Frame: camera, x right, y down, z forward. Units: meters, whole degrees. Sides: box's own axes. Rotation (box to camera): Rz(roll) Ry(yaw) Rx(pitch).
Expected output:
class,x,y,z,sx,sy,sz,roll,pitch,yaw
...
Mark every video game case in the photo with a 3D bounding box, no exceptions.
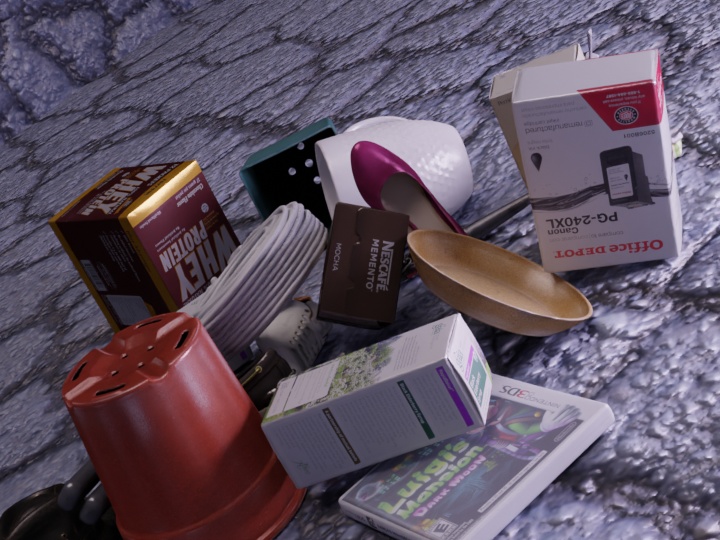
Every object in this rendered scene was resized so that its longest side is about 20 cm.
class,x,y,z,sx,sy,sz,roll,pitch,yaw
video game case,0.100,0.169,1.237,0.199,0.024,0.181,-39,24,-23

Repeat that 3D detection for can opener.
class,x,y,z,sx,sy,sz,roll,pitch,yaw
can opener,-0.260,0.203,1.455,0.067,0.052,0.200,-61,-2,16

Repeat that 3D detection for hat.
class,x,y,z,sx,sy,sz,roll,pitch,yaw
hat,-0.326,0.274,1.430,0.198,0.082,0.201,-23,24,10

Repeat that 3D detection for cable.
class,x,y,z,sx,sy,sz,roll,pitch,yaw
cable,-0.116,0.016,1.539,0.200,0.069,0.201,-43,12,38

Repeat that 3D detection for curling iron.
class,x,y,z,sx,sy,sz,roll,pitch,yaw
curling iron,0.119,-0.037,1.646,0.198,0.026,0.050,-27,-15,-5

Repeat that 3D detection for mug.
class,x,y,z,sx,sy,sz,roll,pitch,yaw
mug,0.039,-0.130,1.759,0.173,0.149,0.201,-16,42,-6

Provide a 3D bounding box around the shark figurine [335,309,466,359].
class,x,y,z,sx,sy,sz,roll,pitch,yaw
shark figurine,0.018,0.105,1.390,0.212,0.090,0.129,-26,24,11

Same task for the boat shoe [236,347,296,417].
class,x,y,z,sx,sy,sz,roll,pitch,yaw
boat shoe,-0.144,0.143,1.483,0.200,0.061,0.072,-30,9,32

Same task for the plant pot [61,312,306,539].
class,x,y,z,sx,sy,sz,roll,pitch,yaw
plant pot,-0.180,0.161,1.341,0.199,0.197,0.201,-22,23,10

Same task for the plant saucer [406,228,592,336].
class,x,y,z,sx,sy,sz,roll,pitch,yaw
plant saucer,0.133,0.017,1.384,0.201,0.198,0.036,-111,40,-67

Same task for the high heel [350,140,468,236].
class,x,y,z,sx,sy,sz,roll,pitch,yaw
high heel,0.065,-0.063,1.546,0.067,0.201,0.096,-38,17,-10

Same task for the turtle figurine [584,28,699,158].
class,x,y,z,sx,sy,sz,roll,pitch,yaw
turtle figurine,0.315,-0.194,1.617,0.142,0.202,0.194,14,29,8

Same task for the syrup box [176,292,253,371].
class,x,y,z,sx,sy,sz,roll,pitch,yaw
syrup box,-0.234,0.119,1.656,0.199,0.082,0.079,-34,25,-15

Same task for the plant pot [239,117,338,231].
class,x,y,z,sx,sy,sz,roll,pitch,yaw
plant pot,-0.071,-0.127,1.933,0.140,0.143,0.200,-25,15,6

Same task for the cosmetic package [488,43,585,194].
class,x,y,z,sx,sy,sz,roll,pitch,yaw
cosmetic package,0.222,-0.127,1.493,0.102,0.201,0.073,-19,24,21

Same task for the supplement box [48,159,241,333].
class,x,y,z,sx,sy,sz,roll,pitch,yaw
supplement box,-0.274,-0.024,1.855,0.199,0.199,0.133,0,35,48

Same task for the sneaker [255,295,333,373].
class,x,y,z,sx,sy,sz,roll,pitch,yaw
sneaker,-0.071,0.073,1.574,0.084,0.073,0.200,-29,21,3

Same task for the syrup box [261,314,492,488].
class,x,y,z,sx,sy,sz,roll,pitch,yaw
syrup box,0.017,0.121,1.280,0.198,0.082,0.079,-21,22,21

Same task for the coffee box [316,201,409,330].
class,x,y,z,sx,sy,sz,roll,pitch,yaw
coffee box,0.000,0.000,1.481,0.079,0.115,0.200,10,-4,-2

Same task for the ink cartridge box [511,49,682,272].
class,x,y,z,sx,sy,sz,roll,pitch,yaw
ink cartridge box,0.241,-0.106,1.404,0.143,0.202,0.084,-7,30,16
